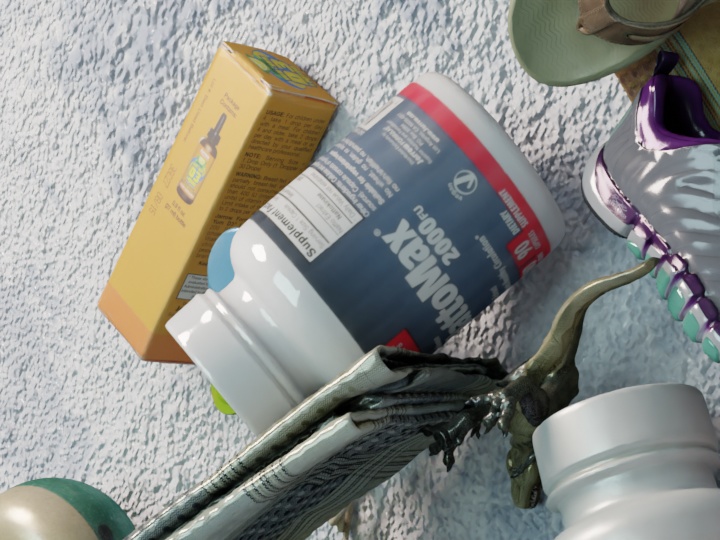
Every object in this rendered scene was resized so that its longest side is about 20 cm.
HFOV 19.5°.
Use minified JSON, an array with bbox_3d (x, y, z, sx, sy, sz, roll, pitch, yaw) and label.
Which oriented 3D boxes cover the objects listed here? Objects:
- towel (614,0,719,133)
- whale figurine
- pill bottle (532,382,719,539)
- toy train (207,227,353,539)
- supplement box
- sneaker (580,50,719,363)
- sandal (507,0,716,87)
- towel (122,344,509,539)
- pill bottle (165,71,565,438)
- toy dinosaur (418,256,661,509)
[{"bbox_3d":[0.192,-0.149,1.024,0.199,0.022,0.147,-26,98,43],"label":"towel"},{"bbox_3d":[-0.180,0.230,1.380,0.159,0.104,0.201,-29,88,40],"label":"whale figurine"},{"bbox_3d":[0.148,0.163,1.006,0.114,0.114,0.201,-32,62,39],"label":"pill bottle"},{"bbox_3d":[-0.038,0.074,1.217,0.084,0.115,0.202,-1,83,47],"label":"toy train"},{"bbox_3d":[-0.091,-0.040,1.330,0.067,0.068,0.201,45,118,40],"label":"supplement box"},{"bbox_3d":[0.182,-0.020,1.012,0.200,0.074,0.088,49,132,35],"label":"sneaker"},{"bbox_3d":[0.142,-0.148,1.007,0.200,0.057,0.080,-27,98,43],"label":"sandal"},{"bbox_3d":[-0.021,0.109,1.112,0.200,0.192,0.035,-39,72,17],"label":"towel"},{"bbox_3d":[0.000,0.000,1.125,0.200,0.120,0.120,-40,50,-4],"label":"pill bottle"},{"bbox_3d":[0.084,0.064,1.065,0.048,0.088,0.201,51,148,23],"label":"toy dinosaur"}]
